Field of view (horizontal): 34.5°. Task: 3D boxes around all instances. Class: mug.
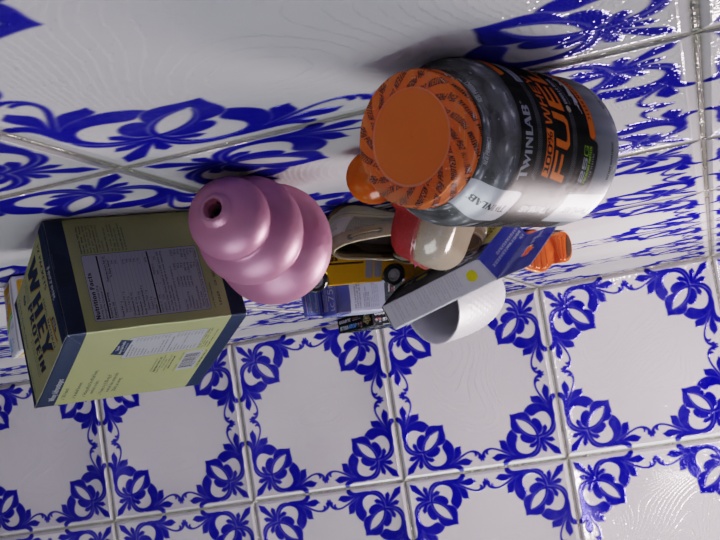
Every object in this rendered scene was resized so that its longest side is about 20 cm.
[{"bbox_3d":[0.209,0.038,2.262,0.175,0.148,0.200,-14,149,-43],"label":"mug"}]

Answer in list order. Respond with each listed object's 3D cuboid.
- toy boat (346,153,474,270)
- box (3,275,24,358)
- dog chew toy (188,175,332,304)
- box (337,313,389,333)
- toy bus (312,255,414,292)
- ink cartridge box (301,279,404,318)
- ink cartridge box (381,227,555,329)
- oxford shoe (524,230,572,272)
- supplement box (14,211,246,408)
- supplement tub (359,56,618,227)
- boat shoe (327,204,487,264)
[{"bbox_3d":[0.048,-0.076,1.106,0.130,0.131,0.200,21,179,12],"label":"toy boat"},{"bbox_3d":[-0.388,0.056,1.614,0.199,0.102,0.112,-6,173,-24],"label":"box"},{"bbox_3d":[-0.105,-0.037,1.143,0.124,0.126,0.200,-11,166,16],"label":"dog chew toy"},{"bbox_3d":[0.049,0.141,3.318,0.158,0.046,0.200,-6,173,-31],"label":"box"},{"bbox_3d":[-0.030,-0.021,1.485,0.199,0.079,0.065,-5,-162,-21],"label":"toy bus"},{"bbox_3d":[0.000,0.000,1.599,0.199,0.120,0.042,-4,173,-39],"label":"ink cartridge box"},{"bbox_3d":[0.143,-0.010,1.493,0.199,0.047,0.198,-29,-174,25],"label":"ink cartridge box"},{"bbox_3d":[0.294,-0.030,2.014,0.073,0.072,0.199,-7,177,37],"label":"oxford shoe"},{"bbox_3d":[-0.262,0.043,1.294,0.199,0.135,0.200,-6,154,-29],"label":"supplement box"},{"bbox_3d":[0.098,-0.094,0.874,0.122,0.124,0.199,-14,173,40],"label":"supplement tub"},{"bbox_3d":[0.059,-0.036,1.414,0.198,0.065,0.072,4,140,-9],"label":"boat shoe"}]
